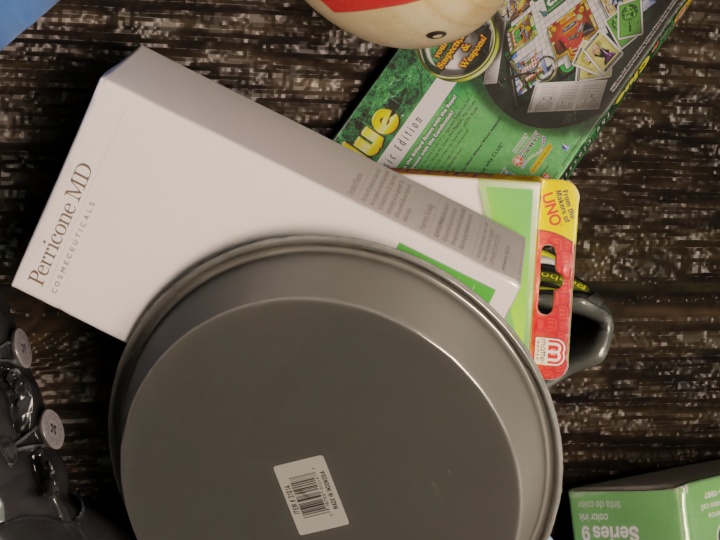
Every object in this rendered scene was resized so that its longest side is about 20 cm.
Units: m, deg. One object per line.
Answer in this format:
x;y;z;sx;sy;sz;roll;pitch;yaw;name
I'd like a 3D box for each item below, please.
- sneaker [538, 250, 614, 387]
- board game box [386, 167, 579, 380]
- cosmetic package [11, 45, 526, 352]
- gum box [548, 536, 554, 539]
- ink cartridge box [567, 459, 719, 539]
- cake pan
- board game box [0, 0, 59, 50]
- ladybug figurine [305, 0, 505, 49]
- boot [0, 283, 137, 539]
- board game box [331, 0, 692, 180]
0.034;0.043;1.126;0.199;0.084;0.075;-26;110;-20;sneaker
0.000;0.000;1.078;0.198;0.030;0.096;3;100;2;board game box
-0.038;-0.004;1.023;0.199;0.085;0.108;25;107;-1;cosmetic package
0.052;0.240;1.197;0.200;0.044;0.170;-46;117;-13;gum box
0.192;0.201;1.196;0.145;0.087;0.202;-6;88;-42;ink cartridge box
-0.015;0.084;0.983;0.198;0.037;0.202;4;114;10;cake pan
-0.178;-0.165;0.955;0.200;0.039;0.159;-45;134;-21;board game box
0.014;-0.185;1.002;0.135;0.072;0.201;-35;118;-13;ladybug figurine
-0.157;0.064;1.033;0.065;0.165;0.201;-25;89;5;boot
0.070;-0.091;1.121;0.104;0.023;0.201;35;82;9;board game box
